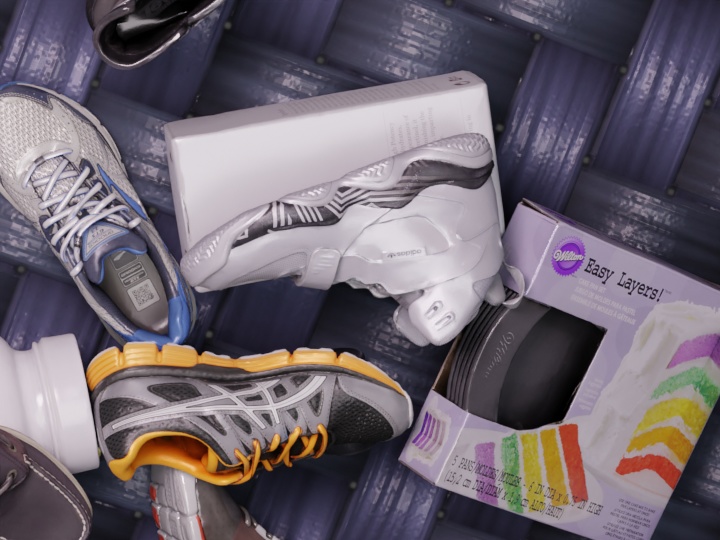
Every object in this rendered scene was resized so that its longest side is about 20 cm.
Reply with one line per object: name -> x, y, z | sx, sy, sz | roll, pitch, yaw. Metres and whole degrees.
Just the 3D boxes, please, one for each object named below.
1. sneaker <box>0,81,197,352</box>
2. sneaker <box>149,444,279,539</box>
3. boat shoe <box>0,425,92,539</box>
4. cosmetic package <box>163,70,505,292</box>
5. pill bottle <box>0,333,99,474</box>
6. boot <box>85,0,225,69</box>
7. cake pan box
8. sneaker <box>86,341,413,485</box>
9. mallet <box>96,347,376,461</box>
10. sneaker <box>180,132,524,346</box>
sneaker -> -0.161, -0.031, 1.662 | 0.077, 0.085, 0.200 | -38, 104, -2
sneaker -> -0.072, 0.185, 1.733 | 0.082, 0.077, 0.200 | -25, 116, -16
boat shoe -> -0.234, 0.113, 1.567 | 0.072, 0.065, 0.200 | -47, 117, 5
cosmetic package -> -0.017, -0.057, 1.693 | 0.200, 0.074, 0.102 | -9, 102, -7
pill bottle -> -0.264, 0.098, 1.652 | 0.200, 0.112, 0.112 | -11, 103, -8
boot -> -0.080, -0.194, 1.622 | 0.070, 0.132, 0.200 | 42, 91, -15
cake pan box -> 0.138, 0.069, 1.725 | 0.200, 0.052, 0.184 | 23, 93, -37
sneaker -> -0.067, 0.094, 1.657 | 0.200, 0.078, 0.077 | 1, 58, -6
mallet -> -0.086, 0.107, 1.732 | 0.200, 0.041, 0.066 | -18, 106, -2
sneaker -> 0.000, 0.000, 1.623 | 0.200, 0.075, 0.115 | -21, 91, -10
